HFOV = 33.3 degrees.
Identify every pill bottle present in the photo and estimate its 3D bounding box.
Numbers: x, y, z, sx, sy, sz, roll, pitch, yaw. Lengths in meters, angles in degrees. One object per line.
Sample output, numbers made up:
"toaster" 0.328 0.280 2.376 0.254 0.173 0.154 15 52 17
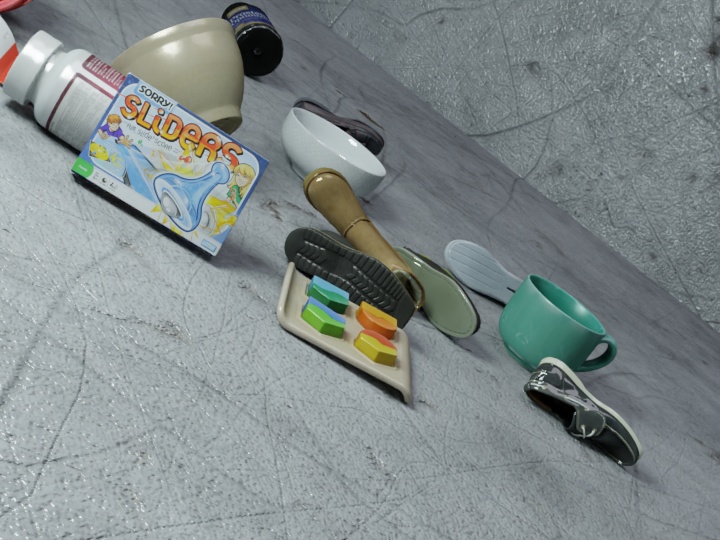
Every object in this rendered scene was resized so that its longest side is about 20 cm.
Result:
"pill bottle" -0.335 -0.204 1.497 0.199 0.110 0.110 33 16 -8
"pill bottle" -0.233 -0.487 2.503 0.111 0.112 0.200 26 18 -29

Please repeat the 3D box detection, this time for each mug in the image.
"mug" 0.307 0.107 1.907 0.185 0.115 0.152 40 16 13

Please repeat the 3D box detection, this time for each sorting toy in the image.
"sorting toy" -0.013 0.069 1.509 0.199 0.037 0.185 33 16 -9

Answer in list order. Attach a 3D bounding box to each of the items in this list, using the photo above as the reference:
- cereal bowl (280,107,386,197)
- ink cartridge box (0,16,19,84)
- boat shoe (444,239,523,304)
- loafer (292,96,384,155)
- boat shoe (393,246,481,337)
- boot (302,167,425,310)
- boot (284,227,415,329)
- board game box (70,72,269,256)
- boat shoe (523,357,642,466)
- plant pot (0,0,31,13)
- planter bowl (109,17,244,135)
"cereal bowl" -0.057 -0.190 2.065 0.199 0.084 0.200 32 17 -11
"ink cartridge box" -0.486 -0.302 1.585 0.198 0.057 0.163 26 18 -15
"boat shoe" 0.224 0.014 2.118 0.199 0.072 0.062 35 -9 -16
"loafer" -0.047 -0.271 2.375 0.198 0.072 0.063 26 37 -12
"boat shoe" 0.118 0.031 1.816 0.060 0.072 0.201 8 29 -50
"boot" 0.008 -0.048 1.771 0.175 0.066 0.200 46 5 -44
"boot" 0.000 0.000 1.674 0.199 0.078 0.138 39 11 7
"board game box" -0.227 -0.125 1.446 0.199 0.136 0.034 31 -7 -13
"boat shoe" 0.322 0.218 1.748 0.200 0.072 0.068 43 53 2
"plant pot" -0.527 -0.467 1.716 0.199 0.201 0.183 32 8 -9
"planter bowl" -0.246 -0.247 1.702 0.136 0.199 0.200 65 22 7
